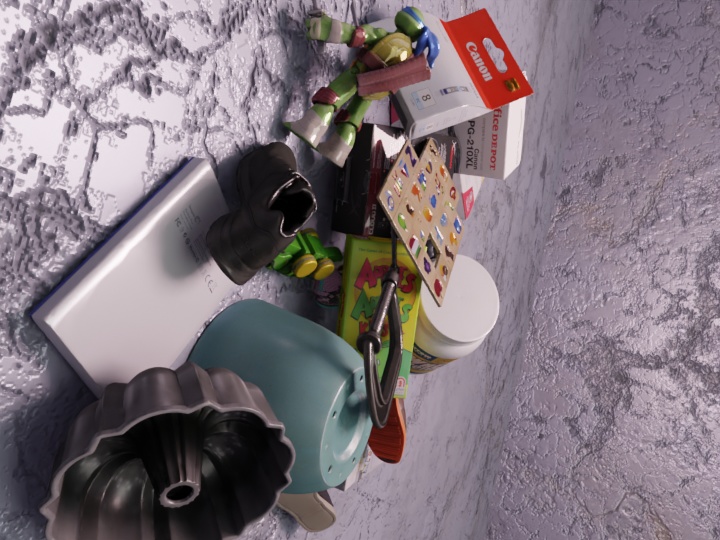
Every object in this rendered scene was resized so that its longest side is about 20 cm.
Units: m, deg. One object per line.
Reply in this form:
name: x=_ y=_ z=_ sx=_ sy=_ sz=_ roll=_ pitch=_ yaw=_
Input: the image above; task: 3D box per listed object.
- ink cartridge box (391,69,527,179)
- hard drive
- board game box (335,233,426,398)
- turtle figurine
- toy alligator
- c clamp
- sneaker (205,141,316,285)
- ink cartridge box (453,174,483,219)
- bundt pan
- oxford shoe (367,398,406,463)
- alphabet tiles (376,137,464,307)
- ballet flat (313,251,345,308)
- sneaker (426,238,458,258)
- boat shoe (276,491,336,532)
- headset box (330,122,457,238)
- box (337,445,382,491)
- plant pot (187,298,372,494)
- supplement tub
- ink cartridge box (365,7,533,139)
ink cartridge box: x=0.151 y=-0.235 z=0.901 sx=0.084 sy=0.195 sz=0.149 roll=-40 pitch=135 yaw=-51
hard drive: x=-0.181 y=0.013 z=0.517 sx=0.202 sy=0.025 sz=0.134 roll=-58 pitch=148 yaw=-37
board game box: x=0.021 y=0.061 z=0.753 sx=0.048 sy=0.099 sz=0.206 roll=-133 pitch=-131 yaw=-74
turtle figurine: x=-0.023 y=-0.243 z=0.684 sx=0.196 sy=0.198 sz=0.144 roll=-56 pitch=-176 yaw=5
toy alligator: x=-0.088 y=-0.018 z=0.673 sx=0.054 sy=0.060 sz=0.198 roll=-39 pitch=157 yaw=20
c clamp: x=0.025 y=0.064 z=0.646 sx=0.202 sy=0.026 sz=0.175 roll=-71 pitch=157 yaw=-55
sneaker: x=-0.080 y=-0.070 z=0.565 sx=0.076 sy=0.089 sz=0.203 roll=50 pitch=27 yaw=-32
ink cartridge box: x=0.197 y=-0.228 z=1.131 sx=0.203 sy=0.084 sz=0.149 roll=-65 pitch=151 yaw=-30
bundt pan: x=-0.158 y=0.158 z=0.484 sx=0.197 sy=0.076 sz=0.206 roll=-15 pitch=131 yaw=-17
oxford shoe: x=0.044 y=0.201 z=0.867 sx=0.073 sy=0.069 sz=0.205 roll=-46 pitch=137 yaw=-55
alphabet tiles: x=0.089 y=-0.082 z=0.745 sx=0.169 sy=0.007 sz=0.202 roll=57 pitch=37 yaw=-27
ballet flat: x=0.000 y=0.000 z=0.838 sx=0.198 sy=0.068 sz=0.073 roll=-18 pitch=123 yaw=-57
sneaker: x=0.117 y=-0.067 z=0.980 sx=0.202 sy=0.127 sz=0.080 roll=-61 pitch=150 yaw=-31
boat shoe: x=-0.088 y=0.299 z=0.816 sx=0.063 sy=0.071 sz=0.203 roll=-115 pitch=-176 yaw=-51
headset box: x=0.043 y=-0.126 z=0.815 sx=0.197 sy=0.074 sz=0.153 roll=-5 pitch=106 yaw=-42
box: x=0.015 y=0.255 z=0.953 sx=0.199 sy=0.040 sz=0.161 roll=2 pitch=98 yaw=-64
plant pot: x=-0.076 y=0.149 z=0.637 sx=0.200 sy=0.157 sz=0.206 roll=-37 pitch=132 yaw=-55
supplement tub: x=0.110 y=0.069 z=0.867 sx=0.147 sy=0.142 sz=0.200 roll=-65 pitch=-174 yaw=-24
ink cartridge box: x=0.123 y=-0.284 z=0.777 sx=0.047 sy=0.195 sz=0.163 roll=98 pitch=-30 yaw=-70
